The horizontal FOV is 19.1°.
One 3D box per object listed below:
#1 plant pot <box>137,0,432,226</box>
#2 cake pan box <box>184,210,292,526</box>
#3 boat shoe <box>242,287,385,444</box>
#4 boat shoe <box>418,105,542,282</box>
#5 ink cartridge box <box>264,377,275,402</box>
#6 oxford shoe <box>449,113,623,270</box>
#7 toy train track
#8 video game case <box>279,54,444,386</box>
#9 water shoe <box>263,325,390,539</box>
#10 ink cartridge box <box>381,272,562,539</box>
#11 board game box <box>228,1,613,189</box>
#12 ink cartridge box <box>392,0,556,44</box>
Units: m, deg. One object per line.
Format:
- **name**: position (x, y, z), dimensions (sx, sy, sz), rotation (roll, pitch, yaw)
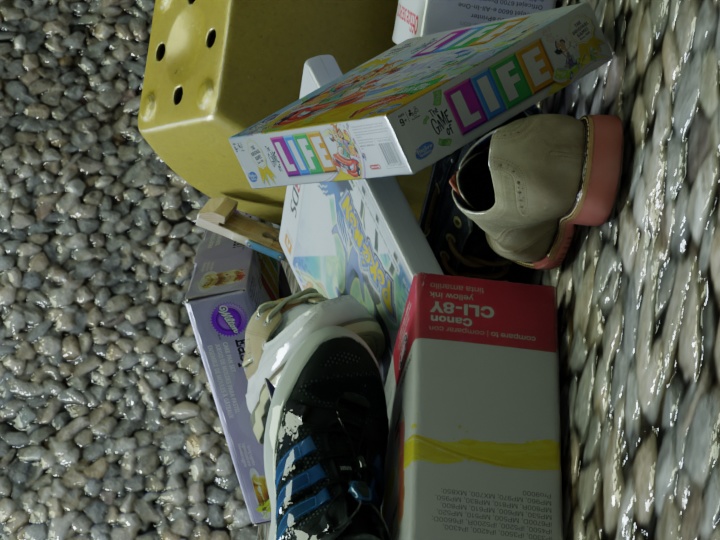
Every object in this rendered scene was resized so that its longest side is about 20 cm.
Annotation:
- **plant pot**: position (-0.043, -0.138, 1.519), dimensions (0.195, 0.200, 0.195), rotation (-5, 75, 57)
- **cake pan box**: position (-0.076, 0.064, 1.588), dimensions (0.200, 0.052, 0.185), rotation (-85, -17, -70)
- **boat shoe**: position (-0.040, 0.049, 1.311), dimensions (0.200, 0.075, 0.069), rotation (127, 126, -65)
- **boat shoe**: position (0.066, -0.013, 1.269), dimensions (0.091, 0.071, 0.201), rotation (-121, 38, -78)
- **ink cartridge box**: position (0.003, 0.166, 1.260), dimensions (0.200, 0.047, 0.198), rotation (73, 180, -76)
- **oxford shoe**: position (0.082, -0.047, 1.123), dimensions (0.200, 0.075, 0.071), rotation (120, 157, -75)
- **toy train track**: position (-0.020, -0.013, 1.511), dimensions (0.115, 0.200, 0.033), rotation (-55, -17, -52)
- **video game case**: position (0.000, 0.000, 1.309), dimensions (0.182, 0.022, 0.200), rotation (101, 149, -53)
- **water shoe**: position (-0.008, 0.127, 1.110), dimensions (0.079, 0.071, 0.200), rotation (-9, 69, 55)
- **ink cartridge box**: position (0.054, 0.124, 1.145), dimensions (0.145, 0.083, 0.200), rotation (104, 171, -50)
- **board game box**: position (0.027, -0.092, 1.158), dimensions (0.200, 0.134, 0.034), rotation (-1, 117, 63)
- **ink cartridge box**: position (0.080, -0.228, 1.329), dimensions (0.145, 0.084, 0.200), rotation (-116, 34, -78)
